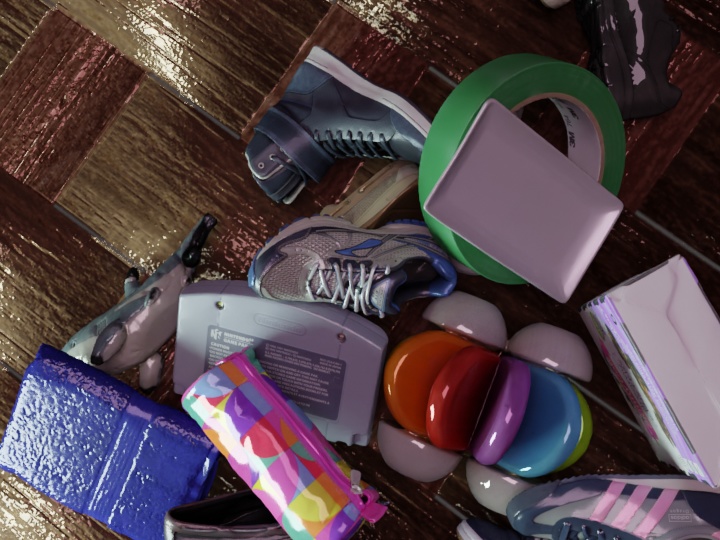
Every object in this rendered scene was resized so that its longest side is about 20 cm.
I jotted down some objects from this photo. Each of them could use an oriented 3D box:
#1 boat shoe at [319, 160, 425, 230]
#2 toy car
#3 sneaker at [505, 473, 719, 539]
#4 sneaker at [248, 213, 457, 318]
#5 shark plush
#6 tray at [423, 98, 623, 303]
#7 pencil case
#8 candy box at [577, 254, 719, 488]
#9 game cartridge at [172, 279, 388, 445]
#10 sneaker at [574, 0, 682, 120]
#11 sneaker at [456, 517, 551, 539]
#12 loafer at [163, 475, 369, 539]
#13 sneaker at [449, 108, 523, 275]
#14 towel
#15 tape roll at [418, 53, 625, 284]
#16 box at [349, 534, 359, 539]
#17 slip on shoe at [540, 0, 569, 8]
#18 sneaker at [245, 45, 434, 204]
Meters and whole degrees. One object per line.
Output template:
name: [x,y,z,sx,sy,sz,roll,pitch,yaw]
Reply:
boat shoe: [-0.015,-0.030,0.979,0.200,0.072,0.065,-40,45,4]
toy car: [0.112,0.118,0.906,0.199,0.150,0.176,21,87,7]
sneaker: [0.225,0.222,0.862,0.198,0.070,0.082,-3,50,3]
sneaker: [0.000,0.000,0.905,0.199,0.085,0.078,-8,127,-25]
shark plush: [-0.215,0.023,0.991,0.083,0.091,0.201,33,95,39]
tray: [0.141,-0.057,0.878,0.199,0.022,0.108,30,93,-37]
pencil case: [-0.066,0.159,0.894,0.088,0.088,0.200,-46,79,0]
candy box: [0.265,0.085,0.868,0.071,0.200,0.169,-28,83,2]
game cartridge: [-0.076,0.081,0.954,0.198,0.041,0.134,15,120,9]
sneaker: [0.257,-0.239,0.971,0.090,0.076,0.202,-6,91,-5]
sneaker: [0.192,0.258,0.925,0.199,0.070,0.109,35,94,1]
loafer: [-0.082,0.224,0.935,0.199,0.072,0.063,-16,116,-9]
sneaker: [0.113,-0.098,0.956,0.075,0.088,0.202,8,86,5]
towel: [-0.234,0.168,0.963,0.199,0.050,0.148,27,111,1]
tape roll: [0.147,-0.089,0.911,0.199,0.048,0.202,-13,116,-27]
box: [-0.001,0.353,0.923,0.099,0.095,0.201,-32,83,1]
slip on shoe: [0.142,-0.340,0.992,0.060,0.076,0.201,-28,91,42]
sneaker: [-0.017,-0.108,0.953,0.202,0.077,0.146,36,83,35]
